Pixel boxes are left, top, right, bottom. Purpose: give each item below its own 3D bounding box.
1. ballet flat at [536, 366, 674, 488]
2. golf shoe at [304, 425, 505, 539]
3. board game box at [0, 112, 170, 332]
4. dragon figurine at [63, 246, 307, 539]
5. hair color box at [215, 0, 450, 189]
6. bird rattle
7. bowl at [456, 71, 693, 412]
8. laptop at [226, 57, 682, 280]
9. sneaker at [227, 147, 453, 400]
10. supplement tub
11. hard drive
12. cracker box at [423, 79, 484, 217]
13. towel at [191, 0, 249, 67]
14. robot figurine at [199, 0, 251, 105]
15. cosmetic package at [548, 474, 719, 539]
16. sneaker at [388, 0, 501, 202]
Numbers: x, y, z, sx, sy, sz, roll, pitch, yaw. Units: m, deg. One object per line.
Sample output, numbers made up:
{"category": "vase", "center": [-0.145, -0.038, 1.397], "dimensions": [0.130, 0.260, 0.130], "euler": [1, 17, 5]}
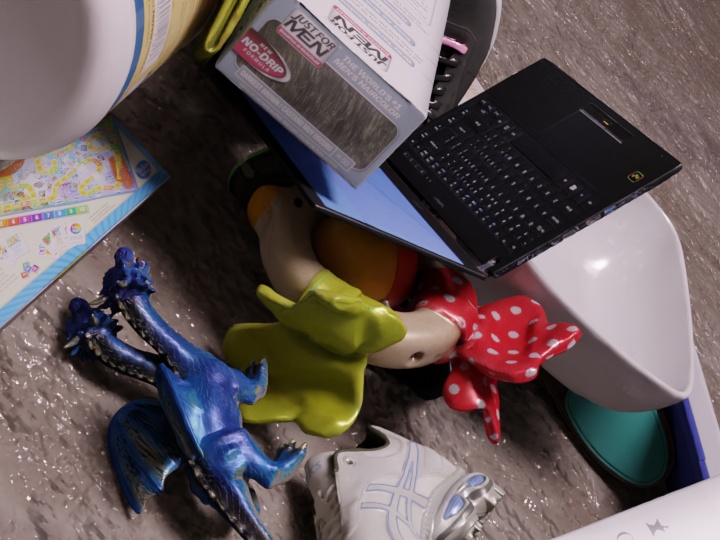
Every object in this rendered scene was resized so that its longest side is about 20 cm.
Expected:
{"category": "ballet flat", "center": [0.156, 0.069, 1.070], "dimensions": [0.200, 0.068, 0.072], "euler": [47, 10, 1]}
{"category": "golf shoe", "center": [-0.002, 0.142, 0.761], "dimensions": [0.097, 0.079, 0.200], "euler": [36, 21, 10]}
{"category": "board game box", "center": [-0.190, -0.051, 0.735], "dimensions": [0.135, 0.034, 0.200], "euler": [47, 29, -6]}
{"category": "dragon figurine", "center": [-0.083, 0.081, 0.705], "dimensions": [0.099, 0.059, 0.201], "euler": [17, 40, -43]}
{"category": "hair color box", "center": [-0.008, -0.137, 0.818], "dimensions": [0.099, 0.061, 0.201], "euler": [40, 26, -14]}
{"category": "bird rattle", "center": [0.018, 0.010, 0.819], "dimensions": [0.198, 0.113, 0.164], "euler": [-6, 53, -31]}
{"category": "bowl", "center": [0.135, -0.009, 0.977], "dimensions": [0.199, 0.074, 0.201], "euler": [40, 34, -24]}
{"category": "laptop", "center": [0.049, -0.083, 0.850], "dimensions": [0.104, 0.199, 0.177], "euler": [64, -6, -35]}
{"category": "sneaker", "center": [0.000, 0.000, 0.901], "dimensions": [0.200, 0.077, 0.084], "euler": [43, 26, -12]}
{"category": "supplement tub", "center": [-0.148, -0.155, 0.727], "dimensions": [0.145, 0.144, 0.200], "euler": [45, 29, -9]}
{"category": "hard drive", "center": [0.237, 0.116, 1.075], "dimensions": [0.201, 0.025, 0.133], "euler": [-94, 176, -47]}
{"category": "cracker box", "center": [0.039, -0.140, 1.136], "dimensions": [0.201, 0.058, 0.134], "euler": [58, 29, 11]}
{"category": "towel", "center": [-0.067, -0.154, 0.813], "dimensions": [0.018, 0.087, 0.200], "euler": [26, 2, -11]}
{"category": "robot figurine", "center": [-0.045, -0.184, 0.996], "dimensions": [0.124, 0.151, 0.201], "euler": [15, 40, -16]}
{"category": "cosmetic package", "center": [0.203, 0.226, 0.791], "dimensions": [0.198, 0.123, 0.201], "euler": [-15, 64, -25]}
{"category": "sneaker", "center": [0.040, -0.112, 0.974], "dimensions": [0.070, 0.201, 0.100], "euler": [20, 41, -8]}
